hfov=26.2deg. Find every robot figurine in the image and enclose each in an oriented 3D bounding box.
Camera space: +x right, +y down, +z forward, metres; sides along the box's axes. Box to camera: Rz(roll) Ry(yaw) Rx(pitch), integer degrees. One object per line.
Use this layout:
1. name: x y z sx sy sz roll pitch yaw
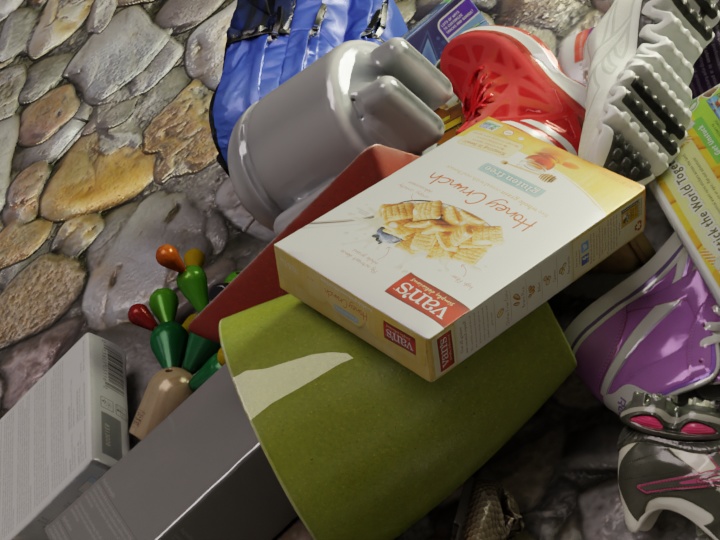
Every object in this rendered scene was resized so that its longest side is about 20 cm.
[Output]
1. robot figurine: -0.022 -0.095 1.158 0.199 0.113 0.171 -27 33 40

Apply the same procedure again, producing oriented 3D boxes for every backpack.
1. backpack: -0.043 -0.155 1.369 0.166 0.163 0.201 -9 45 27

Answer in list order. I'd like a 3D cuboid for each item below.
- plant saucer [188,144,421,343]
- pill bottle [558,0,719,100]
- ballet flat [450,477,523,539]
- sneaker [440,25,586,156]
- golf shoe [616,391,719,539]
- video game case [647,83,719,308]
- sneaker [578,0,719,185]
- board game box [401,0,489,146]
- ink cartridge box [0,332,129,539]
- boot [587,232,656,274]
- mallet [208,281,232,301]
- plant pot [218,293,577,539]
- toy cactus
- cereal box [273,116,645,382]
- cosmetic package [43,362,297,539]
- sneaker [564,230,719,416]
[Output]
1. plant saucer: 0.000 0.000 1.143 0.200 0.199 0.037 -43 65 21
2. pill bottle: 0.259 -0.153 1.163 0.198 0.112 0.112 -17 42 26
3. ballet flat: 0.068 0.222 0.989 0.046 0.068 0.201 13 50 7
4. sneaker: 0.094 -0.122 1.144 0.115 0.079 0.200 -15 32 -30
5. golf shoe: 0.251 0.126 0.935 0.198 0.077 0.089 4 84 32
6. video game case: 0.284 -0.072 1.007 0.181 0.023 0.201 -31 38 11
7. sneaker: 0.187 -0.132 1.076 0.081 0.075 0.201 -9 45 44
8. board game box: 0.047 -0.115 1.275 0.200 0.136 0.034 -40 11 -5
9. ink cartridge box: -0.276 0.173 1.334 0.200 0.047 0.161 -44 34 22
10. boot: 0.108 0.021 1.128 0.199 0.066 0.175 -38 9 -2
11. mallet: -0.056 0.002 1.235 0.065 0.042 0.200 -12 3 18
12. plant pot: 0.036 0.070 1.029 0.198 0.188 0.188 -28 38 3
13. toy cactus: -0.140 0.069 1.290 0.199 0.102 0.166 23 77 40
14. cereal box: 0.064 -0.021 0.978 0.199 0.040 0.143 -32 44 -31
15. cosmetic package: -0.129 0.176 1.167 0.199 0.090 0.107 -39 38 -5
16. sneaker: 0.242 0.028 1.038 0.200 0.073 0.114 -43 46 2
